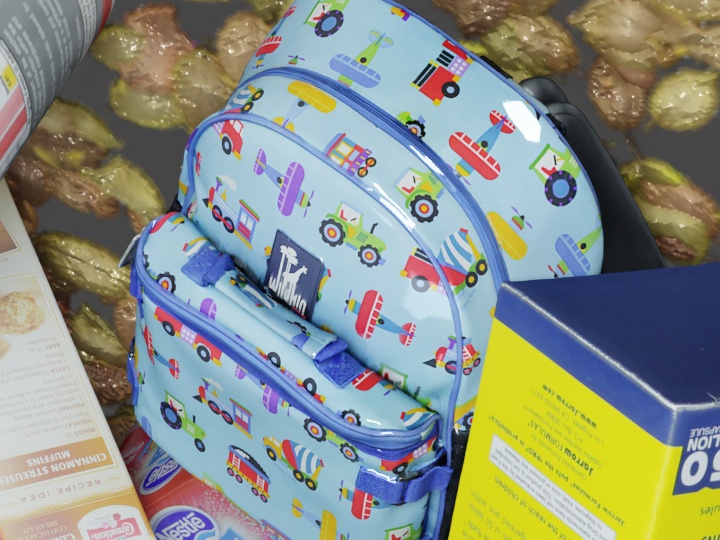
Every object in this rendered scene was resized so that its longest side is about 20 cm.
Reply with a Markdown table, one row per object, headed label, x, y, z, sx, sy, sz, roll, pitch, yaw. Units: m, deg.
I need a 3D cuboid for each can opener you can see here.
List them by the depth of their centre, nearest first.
| label | x | y | z | sx | sy | sz | roll | pitch | yaw |
| --- | --- | --- | --- | --- | --- | --- | --- | --- | --- |
| can opener | 0.113 | 0.004 | 1.089 | 0.200 | 0.078 | 0.063 | 54 | 173 | -24 |

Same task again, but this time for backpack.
| label | x | y | z | sx | sy | sz | roll | pitch | yaw |
| --- | --- | --- | --- | --- | --- | --- | --- | --- | --- |
| backpack | 0.000 | 0.000 | 1.046 | 0.182 | 0.134 | 0.201 | 38 | 146 | 20 |

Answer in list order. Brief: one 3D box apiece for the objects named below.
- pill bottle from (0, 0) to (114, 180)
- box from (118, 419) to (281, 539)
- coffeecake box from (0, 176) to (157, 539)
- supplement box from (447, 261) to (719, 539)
| label | x | y | z | sx | sy | sz | roll | pitch | yaw |
| --- | --- | --- | --- | --- | --- | --- | --- | --- | --- |
| pill bottle | -0.185 | -0.073 | 1.058 | 0.115 | 0.201 | 0.116 | 16 | 140 | 14 |
| box | -0.042 | 0.100 | 1.242 | 0.095 | 0.100 | 0.200 | 40 | 140 | -15 |
| coffeecake box | -0.180 | 0.080 | 1.236 | 0.201 | 0.073 | 0.154 | 64 | 147 | 22 |
| supplement box | 0.106 | 0.112 | 0.998 | 0.109 | 0.108 | 0.201 | 38 | 125 | 49 |
